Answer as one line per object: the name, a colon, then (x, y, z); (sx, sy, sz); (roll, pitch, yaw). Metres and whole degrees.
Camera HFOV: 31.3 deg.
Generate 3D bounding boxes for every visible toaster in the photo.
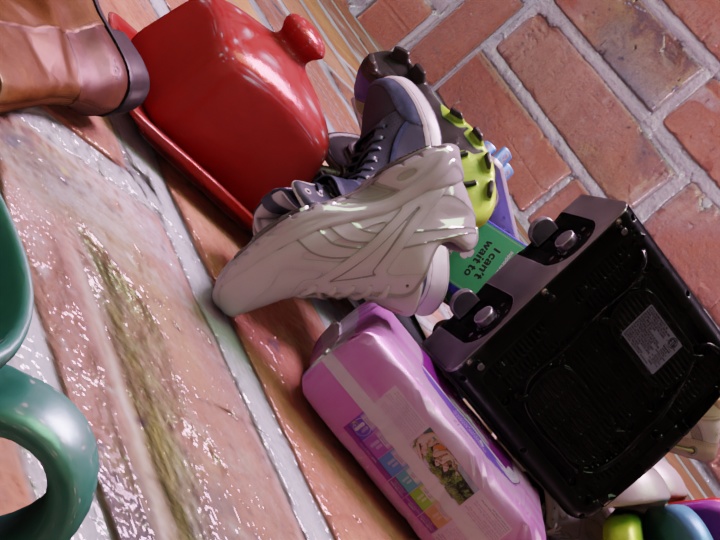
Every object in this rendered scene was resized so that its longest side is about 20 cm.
toaster: (0.170, 0.066, 0.970); (0.200, 0.181, 0.119); (49, -3, -19)

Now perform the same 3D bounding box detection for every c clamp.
c clamp: (0.041, -0.077, 1.136); (0.197, 0.027, 0.171); (8, 24, -23)

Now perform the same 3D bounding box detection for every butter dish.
butter dish: (-0.092, -0.147, 1.040); (0.200, 0.147, 0.200); (44, 14, -33)

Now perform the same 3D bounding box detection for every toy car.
toy car: (0.266, 0.244, 1.078); (0.200, 0.148, 0.178); (19, 64, -65)

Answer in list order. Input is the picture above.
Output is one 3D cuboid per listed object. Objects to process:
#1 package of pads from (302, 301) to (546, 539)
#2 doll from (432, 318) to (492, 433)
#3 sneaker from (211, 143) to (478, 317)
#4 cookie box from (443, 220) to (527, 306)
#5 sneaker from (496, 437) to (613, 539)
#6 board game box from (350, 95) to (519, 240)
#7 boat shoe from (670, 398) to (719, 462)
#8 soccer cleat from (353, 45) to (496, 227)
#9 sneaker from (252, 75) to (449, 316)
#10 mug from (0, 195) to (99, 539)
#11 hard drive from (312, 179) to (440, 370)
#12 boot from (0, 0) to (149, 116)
package of pads: (0.043, 0.120, 0.902); (0.201, 0.075, 0.121); (50, 11, -5)
doll: (0.099, 0.109, 1.171); (0.200, 0.048, 0.138); (-94, 175, -77)
sneaker: (-0.002, -0.006, 0.865); (0.100, 0.198, 0.078); (64, -11, -4)
cookie box: (0.105, -0.002, 1.231); (0.199, 0.076, 0.171); (35, -5, 27)
sneaker: (0.167, 0.215, 1.156); (0.201, 0.075, 0.092); (58, 38, -24)
board game box: (0.089, -0.082, 1.321); (0.199, 0.026, 0.201); (29, -26, 36)
boat shoe: (0.206, 0.124, 1.090); (0.197, 0.066, 0.072); (6, 8, 7)
soccer cleat: (0.054, -0.102, 1.081); (0.201, 0.064, 0.084); (59, -27, 32)
sneaker: (-0.011, -0.073, 0.977); (0.145, 0.077, 0.205); (10, 60, -30)
mug: (-0.167, 0.010, 0.315); (0.186, 0.114, 0.152); (54, 11, 16)
hard drive: (0.000, 0.000, 1.148); (0.201, 0.033, 0.140); (55, 7, -38)
boot: (-0.240, -0.173, 0.818); (0.190, 0.068, 0.200); (59, 19, 4)
